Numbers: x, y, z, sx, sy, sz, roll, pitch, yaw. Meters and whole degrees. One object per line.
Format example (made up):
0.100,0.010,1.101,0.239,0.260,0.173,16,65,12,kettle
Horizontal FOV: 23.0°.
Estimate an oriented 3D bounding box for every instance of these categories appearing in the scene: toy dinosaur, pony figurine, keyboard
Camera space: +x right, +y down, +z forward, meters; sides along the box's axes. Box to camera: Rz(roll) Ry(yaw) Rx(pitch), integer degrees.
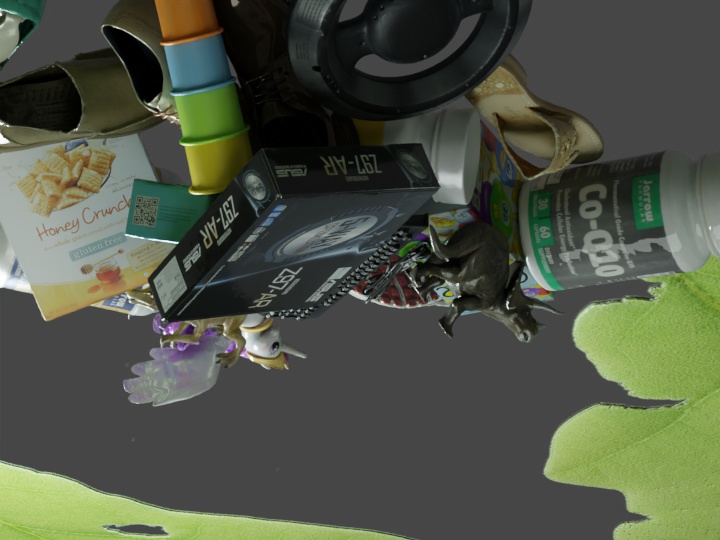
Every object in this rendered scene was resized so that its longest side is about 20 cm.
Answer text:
-0.120,0.035,1.652,0.200,0.058,0.101,-13,138,-30,toy dinosaur
0.095,-0.006,1.555,0.102,0.077,0.200,-33,137,-2,toy dinosaur
-0.156,0.044,1.857,0.193,0.167,0.200,-4,138,-1,pony figurine
0.000,0.000,1.580,0.127,0.021,0.200,-4,158,-35,keyboard

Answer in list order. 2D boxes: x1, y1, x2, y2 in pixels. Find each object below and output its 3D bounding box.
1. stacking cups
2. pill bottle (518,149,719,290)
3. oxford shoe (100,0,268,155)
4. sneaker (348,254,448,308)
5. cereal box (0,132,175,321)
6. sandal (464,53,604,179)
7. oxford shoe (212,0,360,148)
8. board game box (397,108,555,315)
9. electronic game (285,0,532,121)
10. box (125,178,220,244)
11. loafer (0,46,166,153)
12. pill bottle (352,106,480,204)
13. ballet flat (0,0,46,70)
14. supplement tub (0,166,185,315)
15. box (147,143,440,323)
-0.123,-0.163,1.378,0.060,0.200,0.061,-9,-168,2,stacking cups
0.255,-0.049,1.615,0.200,0.113,0.113,-10,151,25,pill bottle
-0.143,-0.135,1.439,0.071,0.074,0.200,-23,108,46,oxford shoe
0.066,0.009,1.780,0.200,0.078,0.082,3,163,-23,sneaker
-0.251,-0.069,1.565,0.144,0.040,0.200,-21,115,-1,cereal box
0.144,-0.115,1.546,0.078,0.070,0.212,-13,149,31,sandal
-0.064,-0.153,1.407,0.073,0.084,0.200,-27,104,21,oxford shoe
0.099,-0.050,1.646,0.103,0.105,0.200,-10,151,25,board game box
0.039,-0.195,1.360,0.200,0.042,0.200,-13,138,-12,electronic game
-0.109,-0.037,1.529,0.082,0.049,0.200,9,178,31,box
-0.226,-0.143,1.472,0.200,0.076,0.067,-20,-176,-14,loafer
-0.002,-0.105,1.520,0.200,0.111,0.111,6,155,12,pill bottle
-0.314,-0.191,1.462,0.067,0.071,0.200,19,150,-23,ballet flat
-0.246,-0.037,1.681,0.200,0.145,0.144,13,153,-16,supplement tub
-0.056,-0.029,1.412,0.160,0.044,0.200,-5,153,-39,box
